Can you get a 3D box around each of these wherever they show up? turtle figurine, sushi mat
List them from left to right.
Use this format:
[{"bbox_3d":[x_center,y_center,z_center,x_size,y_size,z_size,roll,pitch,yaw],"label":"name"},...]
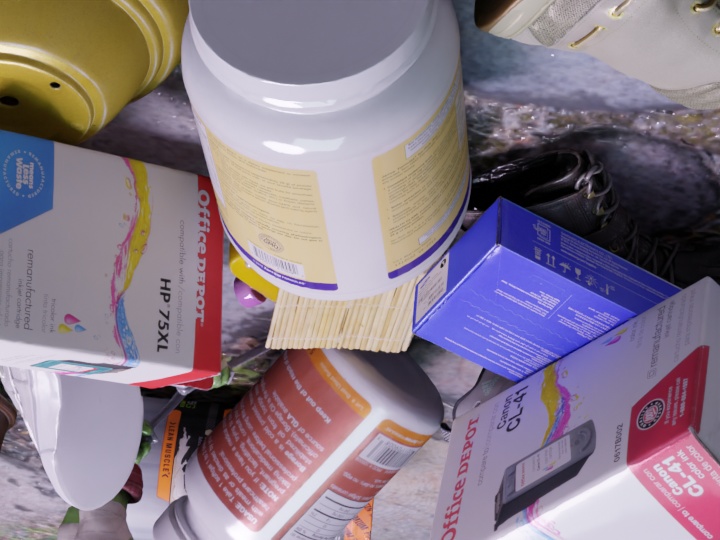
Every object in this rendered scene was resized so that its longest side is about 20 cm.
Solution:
[{"bbox_3d":[-0.131,0.107,1.503,0.144,0.195,0.200,-8,153,35],"label":"turtle figurine"},{"bbox_3d":[0.000,0.000,1.398,0.095,0.012,0.200,4,150,-8],"label":"sushi mat"}]

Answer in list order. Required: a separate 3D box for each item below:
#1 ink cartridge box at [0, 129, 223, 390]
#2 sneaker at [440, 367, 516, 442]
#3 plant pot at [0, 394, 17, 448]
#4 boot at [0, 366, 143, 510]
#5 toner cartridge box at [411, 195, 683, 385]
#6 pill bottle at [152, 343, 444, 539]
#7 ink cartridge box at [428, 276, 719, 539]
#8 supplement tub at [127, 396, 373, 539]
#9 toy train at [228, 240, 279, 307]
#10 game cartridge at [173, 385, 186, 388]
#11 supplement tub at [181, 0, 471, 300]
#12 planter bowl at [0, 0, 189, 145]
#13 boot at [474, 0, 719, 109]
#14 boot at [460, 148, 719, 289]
[{"bbox_3d":[-0.141,-0.001,1.279,0.200,0.117,0.067,11,164,-41],"label":"ink cartridge box"},{"bbox_3d":[0.142,0.068,1.526,0.140,0.200,0.078,30,139,52],"label":"sneaker"},{"bbox_3d":[-0.363,0.181,1.654,0.200,0.199,0.200,7,162,2],"label":"plant pot"},{"bbox_3d":[-0.193,0.046,1.385,0.095,0.073,0.201,26,133,40],"label":"boot"},{"bbox_3d":[0.139,0.037,1.387,0.200,0.043,0.095,26,133,-20],"label":"toner cartridge box"},{"bbox_3d":[-0.046,0.131,1.552,0.112,0.112,0.200,31,109,-37],"label":"pill bottle"},{"bbox_3d":[0.142,0.114,1.323,0.200,0.148,0.086,-31,115,30],"label":"ink cartridge box"},{"bbox_3d":[-0.088,0.159,1.678,0.199,0.123,0.123,5,150,0],"label":"supplement tub"},{"bbox_3d":[-0.011,-0.029,1.417,0.150,0.056,0.200,-4,149,6],"label":"toy train"},{"bbox_3d":[-0.190,-0.011,1.413,0.199,0.042,0.134,14,109,4],"label":"game cartridge"},{"bbox_3d":[-0.017,-0.091,1.215,0.145,0.146,0.200,2,149,6],"label":"supplement tub"},{"bbox_3d":[-0.186,-0.122,1.252,0.200,0.084,0.201,4,149,3],"label":"planter bowl"},{"bbox_3d":[0.170,-0.150,1.157,0.154,0.072,0.200,21,152,-24],"label":"boot"},{"bbox_3d":[0.161,-0.014,1.398,0.199,0.069,0.174,-11,142,20],"label":"boot"}]
